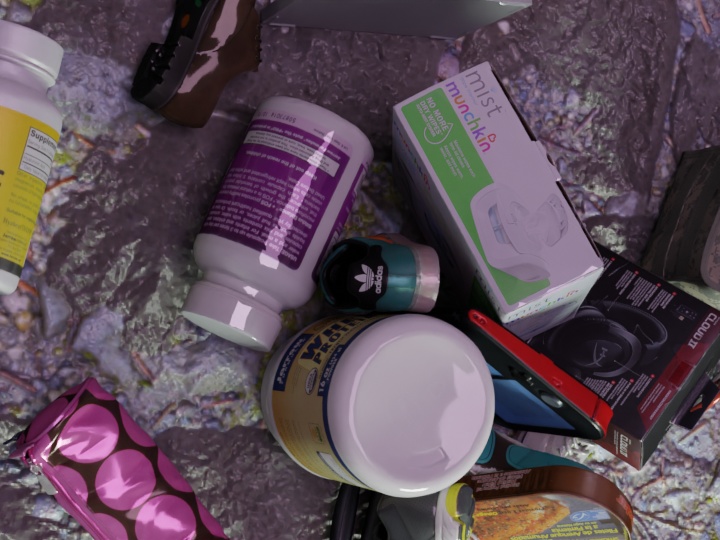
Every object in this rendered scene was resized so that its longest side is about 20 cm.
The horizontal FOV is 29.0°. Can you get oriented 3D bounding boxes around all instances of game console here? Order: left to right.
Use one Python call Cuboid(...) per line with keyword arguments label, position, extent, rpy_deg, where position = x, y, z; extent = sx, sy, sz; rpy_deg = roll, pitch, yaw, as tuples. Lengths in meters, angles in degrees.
Cuboid(label="game console", position=(0.110, 0.088, 1.214), extent=(0.177, 0.200, 0.031), rpy_deg=(34, 74, -19))

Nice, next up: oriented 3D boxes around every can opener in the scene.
Cuboid(label="can opener", position=(-0.010, 0.272, 1.230), extent=(0.063, 0.079, 0.200), rpy_deg=(23, 70, -14))

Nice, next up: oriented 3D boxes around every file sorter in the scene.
Cuboid(label="file sorter", position=(0.028, -0.284, 1.227), extent=(0.200, 0.139, 0.125), rpy_deg=(0, 86, -24))

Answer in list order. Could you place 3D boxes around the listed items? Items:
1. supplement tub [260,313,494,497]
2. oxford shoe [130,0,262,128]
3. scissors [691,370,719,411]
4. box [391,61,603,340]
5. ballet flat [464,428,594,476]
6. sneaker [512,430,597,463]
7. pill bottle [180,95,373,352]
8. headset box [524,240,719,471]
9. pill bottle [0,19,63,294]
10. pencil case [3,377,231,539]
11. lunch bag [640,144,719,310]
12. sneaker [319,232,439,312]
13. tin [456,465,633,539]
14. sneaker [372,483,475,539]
Cuboid(label="supplement tub", position=(0.007, 0.108, 1.166), extent=(0.144, 0.200, 0.145), rpy_deg=(1, 88, -25))
Cuboid(label="oxford shoe", position=(-0.117, -0.213, 1.202), extent=(0.084, 0.073, 0.200), rpy_deg=(33, 81, -31))
Cuboid(label="scissors", position=(0.380, 0.091, 1.348), extent=(0.014, 0.200, 0.073), rpy_deg=(46, 58, 5))
Cuboid(label="box", position=(0.113, -0.048, 1.193), extent=(0.097, 0.176, 0.200), rpy_deg=(-26, 77, -5))
Cuboid(label="ballet flat", position=(0.119, 0.182, 1.271), extent=(0.200, 0.072, 0.072), rpy_deg=(24, 77, 5))
Cuboid(label="sneaker", position=(0.197, 0.153, 1.322), extent=(0.073, 0.071, 0.200), rpy_deg=(30, 76, -20))
Cuboid(label="pill bottle", position=(-0.075, -0.037, 1.184), extent=(0.112, 0.112, 0.200), rpy_deg=(29, 76, -21))
Cuboid(label="headset box", position=(0.230, 0.073, 1.277), extent=(0.200, 0.077, 0.149), rpy_deg=(31, 71, 23))
Cuboid(label="pill bottle", position=(-0.297, -0.090, 1.086), extent=(0.111, 0.111, 0.200), rpy_deg=(17, 80, -23))
Cuboid(label="pencil case", position=(-0.194, 0.188, 1.137), extent=(0.200, 0.091, 0.094), rpy_deg=(50, 35, -13))
Cuboid(label="lunch bag", position=(0.378, -0.035, 1.341), extent=(0.118, 0.200, 0.164), rpy_deg=(28, 78, -21))
Cuboid(label="sneaker", position=(0.000, 0.000, 1.172), extent=(0.080, 0.200, 0.071), rpy_deg=(5, 89, -15))
Cuboid(label="tin", position=(0.145, 0.224, 1.236), extent=(0.112, 0.200, 0.042), rpy_deg=(58, 36, -30))
Cuboid(label="sneaker", position=(0.053, 0.251, 1.230), extent=(0.085, 0.200, 0.074), rpy_deg=(13, 39, 14))
